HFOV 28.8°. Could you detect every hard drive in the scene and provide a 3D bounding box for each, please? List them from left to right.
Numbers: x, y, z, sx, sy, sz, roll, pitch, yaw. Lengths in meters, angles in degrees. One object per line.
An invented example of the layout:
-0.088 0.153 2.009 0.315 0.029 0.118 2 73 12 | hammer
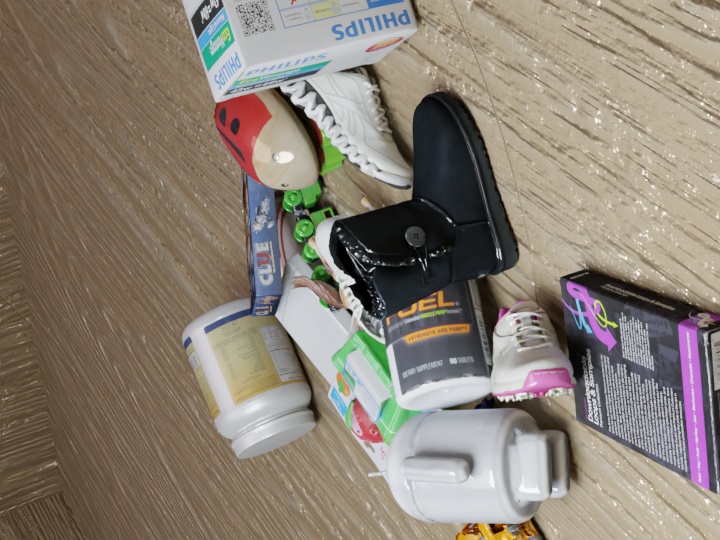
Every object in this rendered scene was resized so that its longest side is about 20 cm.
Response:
-0.036 0.090 1.790 0.200 0.027 0.132 49 150 21 | hard drive

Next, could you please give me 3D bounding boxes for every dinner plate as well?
-0.072 -0.012 1.847 0.200 0.024 0.201 47 147 44 | dinner plate

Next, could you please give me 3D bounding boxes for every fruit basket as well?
0.021 0.160 1.645 0.185 0.094 0.200 54 142 27 | fruit basket

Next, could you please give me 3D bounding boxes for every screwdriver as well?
0.137 0.127 1.467 0.200 0.028 0.029 101 173 -54 | screwdriver

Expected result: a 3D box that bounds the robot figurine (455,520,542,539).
0.150 0.319 1.544 0.145 0.058 0.200 60 155 25 | robot figurine

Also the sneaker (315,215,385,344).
0.015 0.018 1.532 0.200 0.080 0.077 43 139 19 | sneaker

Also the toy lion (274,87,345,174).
-0.080 -0.217 1.683 0.200 0.069 0.192 47 154 45 | toy lion

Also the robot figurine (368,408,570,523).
0.110 0.197 1.413 0.199 0.169 0.113 -6 80 32 | robot figurine

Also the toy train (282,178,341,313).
-0.052 -0.046 1.735 0.042 0.056 0.201 123 127 -76 | toy train

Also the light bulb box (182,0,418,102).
-0.075 -0.299 1.427 0.125 0.198 0.201 -25 83 69 | light bulb box

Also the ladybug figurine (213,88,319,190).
-0.119 -0.161 1.671 0.200 0.072 0.136 46 160 49 | ladybug figurine

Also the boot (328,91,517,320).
0.045 -0.065 1.363 0.201 0.168 0.076 70 157 7 | boot

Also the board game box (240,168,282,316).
-0.128 -0.052 1.801 0.136 0.034 0.201 118 148 -75 | board game box

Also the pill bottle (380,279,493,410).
0.070 0.034 1.434 0.106 0.106 0.201 126 136 -62 | pill bottle

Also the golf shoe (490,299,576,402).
0.152 0.074 1.298 0.200 0.075 0.092 165 100 -87 | golf shoe

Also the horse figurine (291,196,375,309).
0.000 0.000 1.633 0.133 0.050 0.200 53 142 -3 | horse figurine

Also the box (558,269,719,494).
0.245 0.089 1.196 0.200 0.036 0.143 24 128 59 | box

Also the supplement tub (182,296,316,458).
-0.156 0.152 1.998 0.200 0.144 0.144 66 156 14 | supplement tub

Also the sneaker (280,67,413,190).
-0.004 -0.169 1.526 0.200 0.081 0.075 48 -171 17 | sneaker
